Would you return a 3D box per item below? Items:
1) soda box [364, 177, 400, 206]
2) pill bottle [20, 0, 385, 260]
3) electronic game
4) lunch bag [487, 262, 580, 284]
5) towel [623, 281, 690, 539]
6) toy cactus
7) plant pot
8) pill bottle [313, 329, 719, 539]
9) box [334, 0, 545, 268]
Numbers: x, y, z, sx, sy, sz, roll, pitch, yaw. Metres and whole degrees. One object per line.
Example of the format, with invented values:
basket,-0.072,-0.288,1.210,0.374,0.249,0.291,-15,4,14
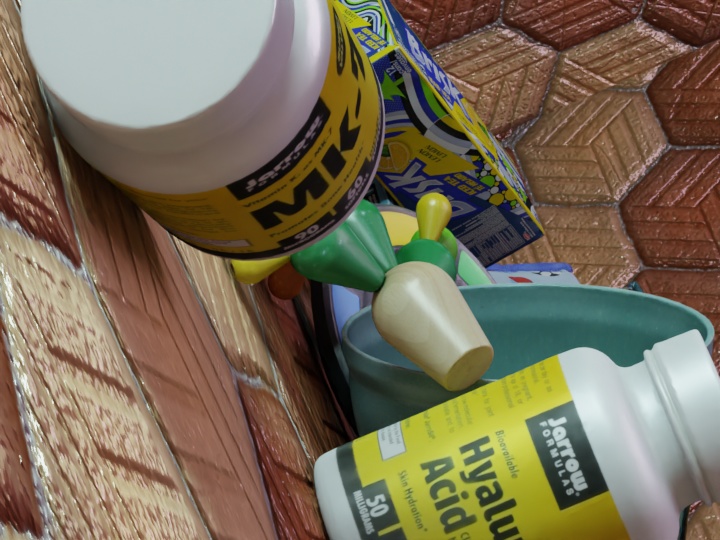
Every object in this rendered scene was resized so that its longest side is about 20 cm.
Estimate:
soda box,-0.013,-0.064,1.789,0.064,0.068,0.201,55,12,-38
pill bottle,-0.059,-0.076,1.078,0.200,0.114,0.115,47,21,-76
electronic game,0.043,0.053,1.635,0.200,0.042,0.201,34,40,-34
lunch bag,0.116,0.118,1.917,0.170,0.123,0.201,-123,-141,-59
towel,0.192,0.129,1.897,0.147,0.022,0.201,-114,-157,-53
toy cactus,0.000,0.000,1.409,0.165,0.102,0.200,49,9,31
plant pot,0.089,0.095,1.504,0.200,0.199,0.135,-94,-176,-76
pill bottle,0.087,0.104,1.350,0.111,0.199,0.112,-23,90,-86
box,0.035,-0.083,1.704,0.200,0.064,0.070,49,14,-44
